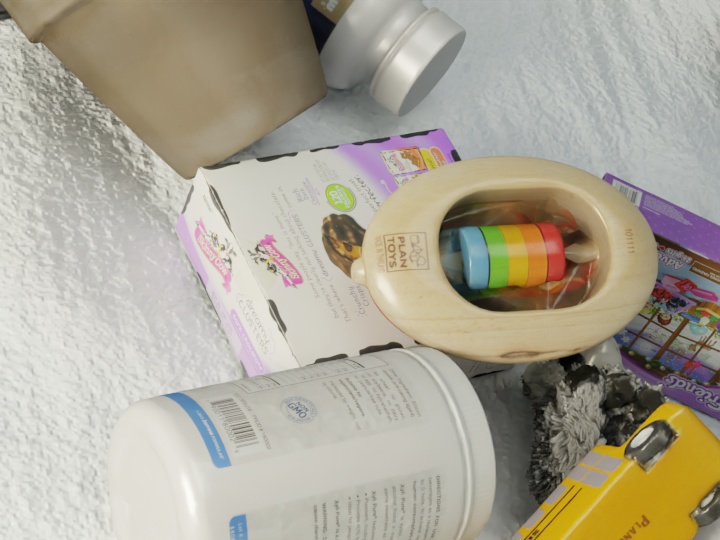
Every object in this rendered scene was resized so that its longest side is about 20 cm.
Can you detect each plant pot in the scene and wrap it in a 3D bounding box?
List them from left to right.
[{"bbox_3d":[-0.114,-0.165,1.194,0.200,0.200,0.174,-39,100,-39],"label":"plant pot"}]

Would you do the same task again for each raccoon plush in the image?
[{"bbox_3d":[0.126,0.131,1.156,0.097,0.134,0.200,39,80,-11],"label":"raccoon plush"}]

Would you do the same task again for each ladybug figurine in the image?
[{"bbox_3d":[0.089,-0.003,1.119,0.200,0.072,0.136,0,72,-14],"label":"ladybug figurine"}]

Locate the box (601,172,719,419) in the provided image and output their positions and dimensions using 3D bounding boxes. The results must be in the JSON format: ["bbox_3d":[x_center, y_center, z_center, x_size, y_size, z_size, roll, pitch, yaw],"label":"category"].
[{"bbox_3d":[0.227,0.028,1.219,0.200,0.137,0.039,25,47,-3],"label":"box"}]

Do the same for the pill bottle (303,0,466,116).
[{"bbox_3d":[-0.023,-0.207,1.309,0.200,0.111,0.111,38,49,8],"label":"pill bottle"}]

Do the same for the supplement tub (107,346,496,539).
[{"bbox_3d":[-0.036,0.123,1.035,0.200,0.132,0.132,-9,58,-29],"label":"supplement tub"}]

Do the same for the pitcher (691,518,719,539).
[{"bbox_3d":[0.232,0.231,1.091,0.172,0.121,0.200,48,54,-16],"label":"pitcher"}]

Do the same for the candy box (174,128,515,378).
[{"bbox_3d":[0.000,0.000,1.186,0.200,0.072,0.168,-11,60,-30],"label":"candy box"}]

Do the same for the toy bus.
[{"bbox_3d":[0.136,0.169,1.047,0.065,0.078,0.200,46,79,-9],"label":"toy bus"}]

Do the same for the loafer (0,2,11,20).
[{"bbox_3d":[-0.290,-0.222,1.232,0.200,0.072,0.073,-7,56,-29],"label":"loafer"}]
